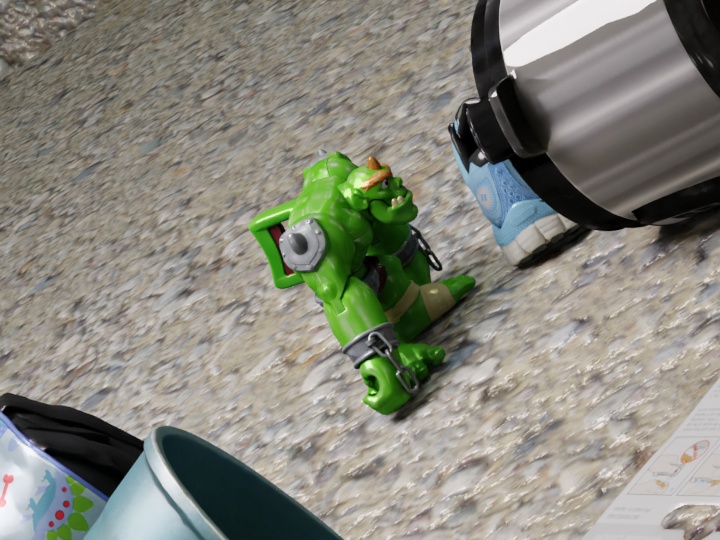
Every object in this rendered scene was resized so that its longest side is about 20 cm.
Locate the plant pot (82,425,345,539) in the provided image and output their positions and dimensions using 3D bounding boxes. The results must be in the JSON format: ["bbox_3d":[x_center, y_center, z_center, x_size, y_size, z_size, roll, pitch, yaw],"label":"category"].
[{"bbox_3d":[-0.066,0.197,1.140,0.188,0.200,0.200,-49,14,5],"label":"plant pot"}]

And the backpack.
[{"bbox_3d":[-0.110,0.159,1.307,0.147,0.200,0.183,-57,19,-3],"label":"backpack"}]

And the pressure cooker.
[{"bbox_3d":[0.159,-0.119,1.589,0.200,0.176,0.179,-26,46,39],"label":"pressure cooker"}]

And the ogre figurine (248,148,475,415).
[{"bbox_3d":[0.000,0.000,1.697,0.098,0.120,0.200,-24,19,36],"label":"ogre figurine"}]

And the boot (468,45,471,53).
[{"bbox_3d":[0.173,-0.187,1.994,0.200,0.066,0.175,-32,16,8],"label":"boot"}]

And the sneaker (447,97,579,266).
[{"bbox_3d":[0.099,-0.079,1.777,0.078,0.090,0.200,-33,15,10],"label":"sneaker"}]

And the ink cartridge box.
[{"bbox_3d":[0.205,0.065,1.219,0.200,0.057,0.162,-51,20,-22],"label":"ink cartridge box"}]
